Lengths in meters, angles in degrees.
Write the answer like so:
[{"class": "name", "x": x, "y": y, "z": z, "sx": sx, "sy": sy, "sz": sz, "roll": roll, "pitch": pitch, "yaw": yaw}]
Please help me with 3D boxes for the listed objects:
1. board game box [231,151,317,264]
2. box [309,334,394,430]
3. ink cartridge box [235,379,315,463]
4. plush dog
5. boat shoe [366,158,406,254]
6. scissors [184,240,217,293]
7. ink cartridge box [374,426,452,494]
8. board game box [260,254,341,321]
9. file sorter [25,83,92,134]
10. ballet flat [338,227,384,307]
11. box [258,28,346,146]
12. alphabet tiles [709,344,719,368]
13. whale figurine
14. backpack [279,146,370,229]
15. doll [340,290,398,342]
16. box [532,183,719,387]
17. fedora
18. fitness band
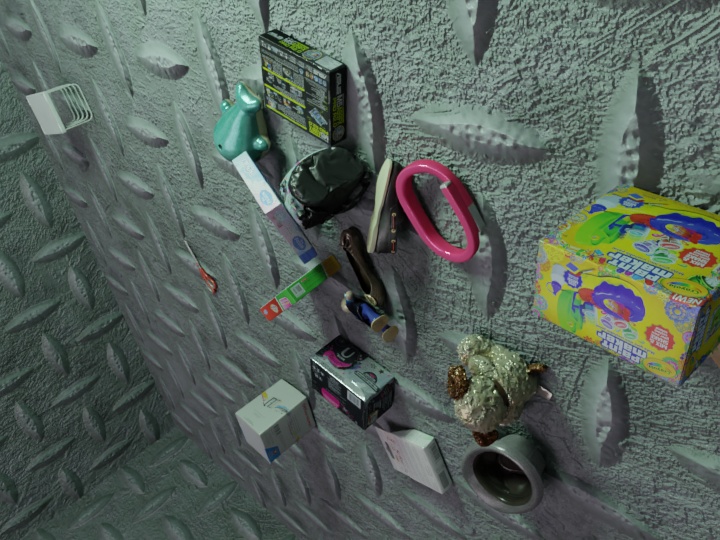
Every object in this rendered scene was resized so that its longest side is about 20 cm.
[{"class": "board game box", "x": -0.188, "y": -0.138, "z": 1.450, "sx": 0.200, "sy": 0.043, "sz": 0.199, "roll": 55, "pitch": 180, "yaw": 37}, {"class": "box", "x": -0.021, "y": 0.285, "z": 1.694, "sx": 0.200, "sy": 0.115, "sz": 0.132, "roll": 33, "pitch": 142, "yaw": 29}, {"class": "ink cartridge box", "x": -0.278, "y": 0.492, "z": 2.160, "sx": 0.145, "sy": 0.200, "sz": 0.147, "roll": 27, "pitch": 140, "yaw": 41}, {"class": "plush dog", "x": 0.245, "y": 0.229, "z": 1.216, "sx": 0.160, "sy": 0.172, "sz": 0.200, "roll": -17, "pitch": 105, "yaw": 57}, {"class": "boat shoe", "x": 0.056, "y": -0.120, "z": 1.248, "sx": 0.074, "sy": 0.063, "sz": 0.202, "roll": -95, "pitch": 11, "yaw": -54}, {"class": "scissors", "x": -0.547, "y": -0.009, "z": 2.218, "sx": 0.200, "sy": 0.014, "sz": 0.073, "roll": 55, "pitch": 151, "yaw": -3}, {"class": "ink cartridge box", "x": 0.140, "y": 0.490, "z": 1.744, "sx": 0.200, "sy": 0.050, "sz": 0.161, "roll": 10, "pitch": 128, "yaw": 54}, {"class": "board game box", "x": -0.148, "y": 0.045, "z": 1.594, "sx": 0.040, "sy": 0.153, "sz": 0.200, "roll": 53, "pitch": 150, "yaw": -2}, {"class": "file sorter", "x": -1.018, "y": -0.551, "z": 2.224, "sx": 0.200, "sy": 0.124, "sz": 0.139, "roll": 12, "pitch": 128, "yaw": 48}, {"class": "ballet flat", "x": 0.000, "y": 0.000, "z": 1.449, "sx": 0.067, "sy": 0.046, "sz": 0.200, "roll": 10, "pitch": 129, "yaw": 50}, {"class": "box", "x": -0.112, "y": -0.352, "z": 1.261, "sx": 0.200, "sy": 0.044, "sz": 0.160, "roll": 35, "pitch": 145, "yaw": 29}, {"class": "alphabet tiles", "x": 0.478, "y": 0.052, "z": 0.889, "sx": 0.200, "sy": 0.008, "sz": 0.167, "roll": 53, "pitch": 149, "yaw": 2}, {"class": "whale figurine", "x": -0.267, "y": -0.317, "z": 1.447, "sx": 0.159, "sy": 0.104, "sz": 0.200, "roll": 47, "pitch": 150, "yaw": 12}, {"class": "backpack", "x": -0.084, "y": -0.165, "z": 1.320, "sx": 0.127, "sy": 0.167, "sz": 0.200, "roll": 61, "pitch": 163, "yaw": 4}, {"class": "doll", "x": 0.009, "y": 0.097, "z": 1.503, "sx": 0.136, "sy": 0.048, "sz": 0.200, "roll": 47, "pitch": 172, "yaw": -28}, {"class": "box", "x": 0.357, "y": 0.008, "z": 0.816, "sx": 0.200, "sy": 0.193, "sz": 0.122, "roll": 29, "pitch": 138, "yaw": 39}, {"class": "fedora", "x": 0.315, "y": 0.415, "z": 1.383, "sx": 0.177, "sy": 0.090, "sz": 0.200, "roll": 43, "pitch": 141, "yaw": 16}, {"class": "fitness band", "x": 0.139, "y": -0.102, "z": 1.158, "sx": 0.144, "sy": 0.037, "sz": 0.200, "roll": -8, "pitch": 118, "yaw": 55}]
